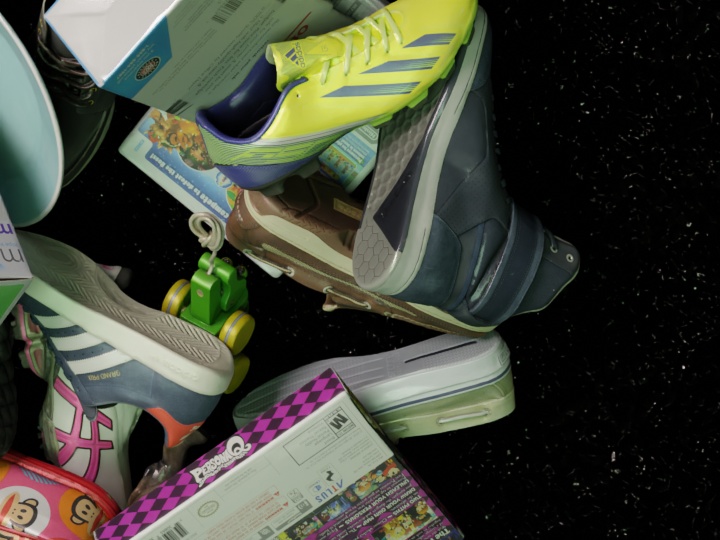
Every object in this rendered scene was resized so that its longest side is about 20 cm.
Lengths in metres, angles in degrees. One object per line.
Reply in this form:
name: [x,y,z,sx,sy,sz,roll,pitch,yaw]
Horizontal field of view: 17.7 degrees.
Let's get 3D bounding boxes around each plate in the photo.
plate: [-0.261,-0.122,1.546,0.200,0.026,0.201,29,137,31]

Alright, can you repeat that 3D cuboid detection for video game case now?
video game case: [-0.053,0.182,1.589,0.200,0.036,0.181,-35,129,4]
video game case: [-0.050,-0.111,1.571,0.143,0.018,0.200,39,109,-8]

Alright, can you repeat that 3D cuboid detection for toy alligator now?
toy alligator: [-0.097,0.020,1.582,0.059,0.054,0.200,28,139,17]

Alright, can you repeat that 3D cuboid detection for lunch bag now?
lunch bag: [-0.257,0.205,1.635,0.176,0.082,0.200,20,140,11]

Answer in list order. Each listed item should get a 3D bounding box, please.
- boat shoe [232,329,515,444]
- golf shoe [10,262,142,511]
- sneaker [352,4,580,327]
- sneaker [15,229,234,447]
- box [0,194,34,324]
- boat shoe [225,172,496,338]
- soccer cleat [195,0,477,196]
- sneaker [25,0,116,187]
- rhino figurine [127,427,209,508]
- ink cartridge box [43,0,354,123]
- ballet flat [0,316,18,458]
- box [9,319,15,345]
boat shoe: [0.011,0.096,1.609,0.199,0.072,0.062,-13,113,11]
golf shoe: [-0.182,0.091,1.630,0.092,0.073,0.201,-8,108,9]
sneaker: [0.084,-0.063,1.525,0.146,0.077,0.203,21,80,-30]
sneaker: [-0.186,0.049,1.558,0.200,0.075,0.085,32,114,9]
box: [-0.321,-0.005,1.514,0.200,0.097,0.177,-50,55,37]
boat shoe: [0.001,-0.004,1.573,0.202,0.075,0.075,29,131,-16]
soccer cleat: [-0.015,-0.127,1.468,0.200,0.065,0.084,-36,128,7]
sneaker: [-0.198,-0.135,1.533,0.075,0.106,0.200,21,110,0]
rhino figurine: [-0.083,0.202,1.662,0.087,0.060,0.200,-43,110,10]
ink cartridge box: [-0.097,-0.159,1.468,0.116,0.200,0.067,-46,69,12]
ballet flat: [-0.270,0.037,1.584,0.066,0.057,0.200,-12,66,-10]
box: [-0.358,0.075,1.667,0.200,0.036,0.145,19,111,2]
